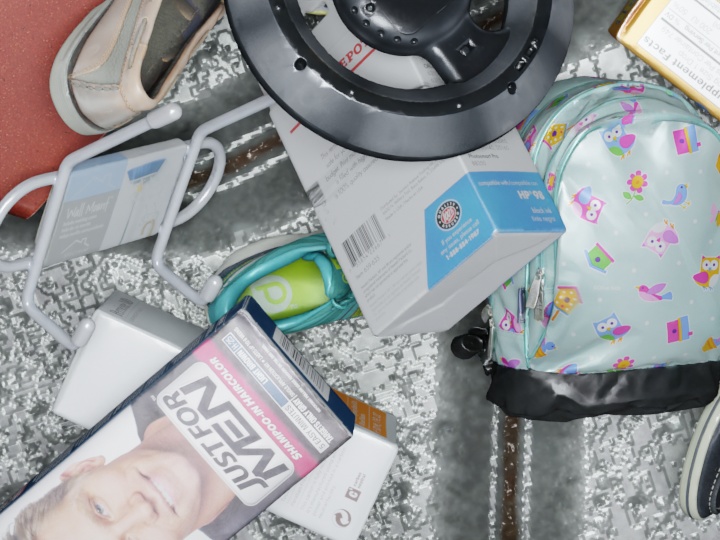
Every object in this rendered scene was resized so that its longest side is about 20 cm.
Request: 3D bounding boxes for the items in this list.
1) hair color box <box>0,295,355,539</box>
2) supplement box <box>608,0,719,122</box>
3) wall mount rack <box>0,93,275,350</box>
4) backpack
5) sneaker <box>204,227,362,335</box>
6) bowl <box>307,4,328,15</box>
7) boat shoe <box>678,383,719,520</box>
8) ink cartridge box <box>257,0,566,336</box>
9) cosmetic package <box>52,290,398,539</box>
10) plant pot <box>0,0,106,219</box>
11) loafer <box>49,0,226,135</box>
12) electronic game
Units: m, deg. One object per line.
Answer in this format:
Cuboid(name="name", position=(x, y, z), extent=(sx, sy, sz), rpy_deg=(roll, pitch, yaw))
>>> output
Cuboid(name="hair color box", position=(-0.109, 0.117, 1.267), extent=(0.200, 0.061, 0.100), rpy_deg=(-41, 95, 6))
Cuboid(name="supplement box", position=(0.248, -0.109, 1.335), extent=(0.200, 0.067, 0.069), rpy_deg=(40, 98, -3))
Cuboid(name="wall mount rack", position=(-0.115, -0.047, 1.253), extent=(0.075, 0.200, 0.174), rpy_deg=(37, 122, 24))
Cuboid(name="backpack", position=(0.151, -0.015, 1.299), extent=(0.167, 0.127, 0.200), rpy_deg=(-5, 103, -21))
Cuboid(name="sneaker", position=(0.000, 0.000, 1.343), extent=(0.200, 0.080, 0.078), rpy_deg=(-22, 96, 2))
Cuboid(name="bowl", position=(-0.011, -0.260, 1.296), extent=(0.201, 0.094, 0.201), rpy_deg=(4, 111, 9))
Cuboid(name="boat shoe", position=(0.266, 0.075, 1.349), extent=(0.062, 0.075, 0.200), rpy_deg=(37, 92, 28))
Cuboid(name="ink cartridge box", position=(0.023, -0.076, 1.267), extent=(0.116, 0.067, 0.200), rpy_deg=(-41, 64, 38))
Cuboid(name="cosmetic package", position=(-0.080, 0.089, 1.344), extent=(0.200, 0.101, 0.071), rpy_deg=(24, 96, -3))
Cuboid(name="plant pot", position=(-0.219, -0.146, 1.279), extent=(0.176, 0.200, 0.200), rpy_deg=(40, 96, -16))
Cuboid(name="loafer", position=(-0.097, -0.153, 1.200), extent=(0.072, 0.063, 0.200), rpy_deg=(52, 51, -35))
Cuboid(name="electronic game", position=(0.022, -0.156, 1.201), extent=(0.200, 0.042, 0.200), rpy_deg=(4, 75, -14))
